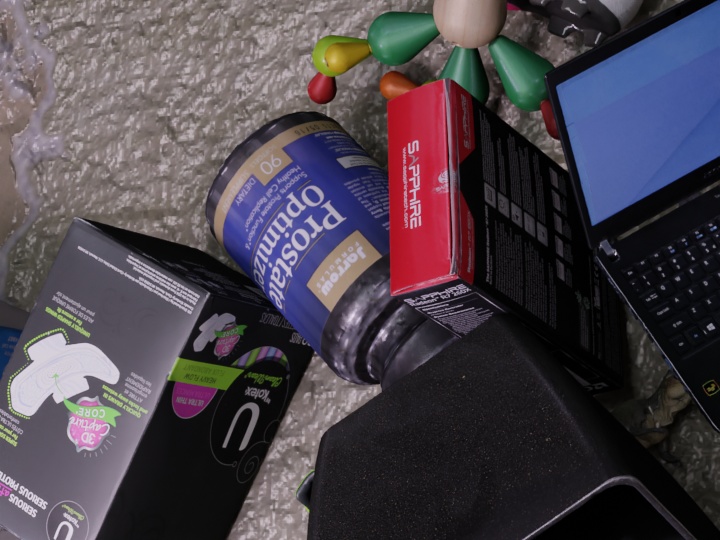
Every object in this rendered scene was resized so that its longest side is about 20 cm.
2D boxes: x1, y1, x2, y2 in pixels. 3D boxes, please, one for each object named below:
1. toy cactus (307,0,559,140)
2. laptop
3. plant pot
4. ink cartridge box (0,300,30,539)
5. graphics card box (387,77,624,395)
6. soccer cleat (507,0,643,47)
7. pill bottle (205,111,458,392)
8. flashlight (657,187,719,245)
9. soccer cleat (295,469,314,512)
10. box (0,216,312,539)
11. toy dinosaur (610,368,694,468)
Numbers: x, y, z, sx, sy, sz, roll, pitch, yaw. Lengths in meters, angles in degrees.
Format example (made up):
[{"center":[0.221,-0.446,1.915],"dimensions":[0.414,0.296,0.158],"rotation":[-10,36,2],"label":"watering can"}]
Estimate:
[{"center":[0.057,-0.128,1.446],"dimensions":[0.200,0.102,0.165],"rotation":[27,134,23],"label":"toy cactus"},{"center":[0.221,-0.046,1.292],"dimensions":[0.177,0.103,0.200],"rotation":[-28,70,-14],"label":"laptop"},{"center":[0.083,0.149,1.285],"dimensions":[0.200,0.199,0.178],"rotation":[-36,42,13],"label":"plant pot"},{"center":[-0.285,0.120,1.603],"dimensions":[0.144,0.147,0.201],"rotation":[20,91,33],"label":"ink cartridge box"},{"center":[0.086,-0.013,1.358],"dimensions":[0.051,0.200,0.126],"rotation":[-17,61,30],"label":"graphics card box"},{"center":[0.102,-0.206,1.482],"dimensions":[0.200,0.070,0.086],"rotation":[25,74,34],"label":"soccer cleat"},{"center":[0.000,0.000,1.472],"dimensions":[0.112,0.112,0.200],"rotation":[-51,60,14],"label":"pill bottle"},{"center":[0.242,0.045,1.347],"dimensions":[0.068,0.068,0.200],"rotation":[-31,71,12],"label":"flashlight"},{"center":[0.029,0.200,1.436],"dimensions":[0.068,0.081,0.200],"rotation":[-49,61,15],"label":"soccer cleat"},{"center":[-0.143,0.089,1.521],"dimensions":[0.124,0.148,0.200],"rotation":[29,96,30],"label":"box"},{"center":[0.141,0.127,1.402],"dimensions":[0.200,0.047,0.088],"rotation":[-32,52,24],"label":"toy dinosaur"}]
